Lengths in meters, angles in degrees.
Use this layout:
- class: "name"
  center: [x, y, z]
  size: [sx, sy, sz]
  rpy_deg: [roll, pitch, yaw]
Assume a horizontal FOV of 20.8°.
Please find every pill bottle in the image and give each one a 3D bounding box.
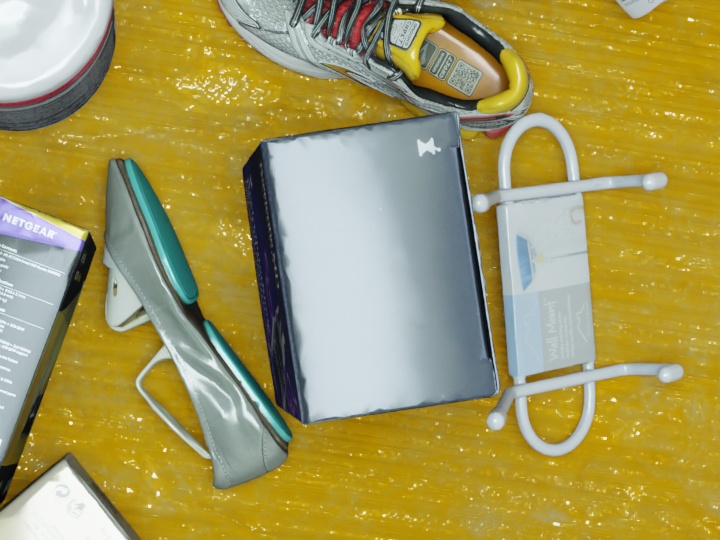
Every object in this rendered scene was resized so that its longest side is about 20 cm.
- class: "pill bottle"
  center: [-0.185, -0.133, 1.048]
  size: [0.110, 0.200, 0.111]
  rpy_deg: [0, 87, -6]

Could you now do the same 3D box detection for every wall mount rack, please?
- class: "wall mount rack"
  center: [0.107, 0.012, 1.107]
  size: [0.173, 0.074, 0.201]
  rpy_deg: [-9, 96, -41]

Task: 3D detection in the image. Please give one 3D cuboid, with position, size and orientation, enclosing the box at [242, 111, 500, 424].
- class: "box"
  center: [0.000, 0.000, 1.064]
  size: [0.104, 0.200, 0.149]
  rpy_deg: [-8, 89, -6]

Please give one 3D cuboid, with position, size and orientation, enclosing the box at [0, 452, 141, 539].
- class: "box"
  center: [-0.216, 0.195, 1.088]
  size: [0.200, 0.095, 0.078]
  rpy_deg: [-39, 92, -8]

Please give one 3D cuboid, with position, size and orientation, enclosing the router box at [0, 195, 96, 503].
- class: "router box"
  center: [-0.191, 0.048, 1.041]
  size: [0.052, 0.200, 0.158]
  rpy_deg: [20, 87, -6]

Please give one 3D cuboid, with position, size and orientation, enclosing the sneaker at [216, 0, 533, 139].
- class: "sneaker"
  center: [0.012, -0.141, 1.131]
  size: [0.199, 0.082, 0.078]
  rpy_deg: [21, 86, -5]

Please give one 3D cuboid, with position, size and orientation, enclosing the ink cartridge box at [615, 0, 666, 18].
- class: "ink cartridge box"
  center: [0.170, -0.275, 1.163]
  size: [0.161, 0.050, 0.200]
  rpy_deg: [45, 61, -14]

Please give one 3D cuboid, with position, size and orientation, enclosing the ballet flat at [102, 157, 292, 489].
- class: "ballet flat"
  center: [-0.111, 0.034, 1.120]
  size: [0.063, 0.067, 0.201]
  rpy_deg: [-30, 91, 4]
